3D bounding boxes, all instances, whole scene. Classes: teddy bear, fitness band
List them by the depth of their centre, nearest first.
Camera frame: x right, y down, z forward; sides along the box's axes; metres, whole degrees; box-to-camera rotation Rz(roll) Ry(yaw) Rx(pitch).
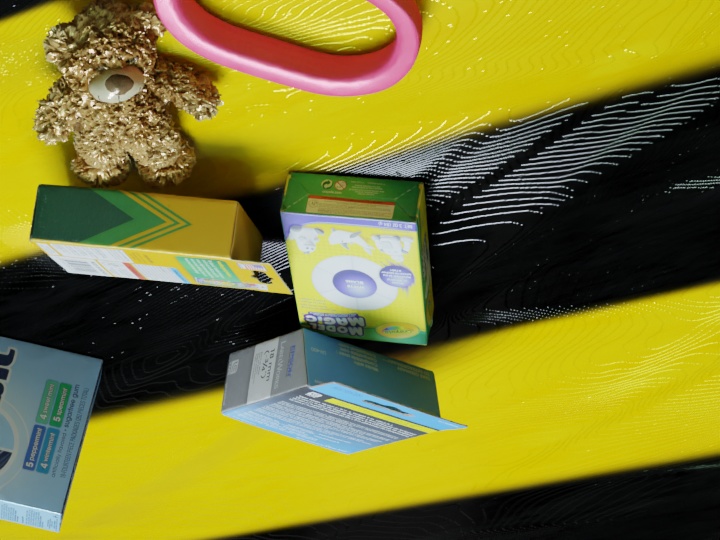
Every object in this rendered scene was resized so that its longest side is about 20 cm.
[{"bbox_3d":[-0.052,-0.191,1.399,0.199,0.038,0.144,17,147,-7],"label":"fitness band"},{"bbox_3d":[-0.184,-0.121,1.500,0.144,0.067,0.200,15,146,-9],"label":"teddy bear"}]

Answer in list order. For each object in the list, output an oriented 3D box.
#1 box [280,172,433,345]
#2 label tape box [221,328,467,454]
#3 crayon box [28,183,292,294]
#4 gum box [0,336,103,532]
[{"bbox_3d":[0.000,0.000,1.638,0.116,0.049,0.200,5,146,10],"label":"box"},{"bbox_3d":[-0.013,0.104,1.720,0.144,0.064,0.200,20,158,-28],"label":"label tape box"},{"bbox_3d":[-0.158,-0.025,1.603,0.198,0.052,0.126,6,169,8],"label":"crayon box"},{"bbox_3d":[-0.358,0.142,1.823,0.199,0.171,0.045,13,146,-4],"label":"gum box"}]
